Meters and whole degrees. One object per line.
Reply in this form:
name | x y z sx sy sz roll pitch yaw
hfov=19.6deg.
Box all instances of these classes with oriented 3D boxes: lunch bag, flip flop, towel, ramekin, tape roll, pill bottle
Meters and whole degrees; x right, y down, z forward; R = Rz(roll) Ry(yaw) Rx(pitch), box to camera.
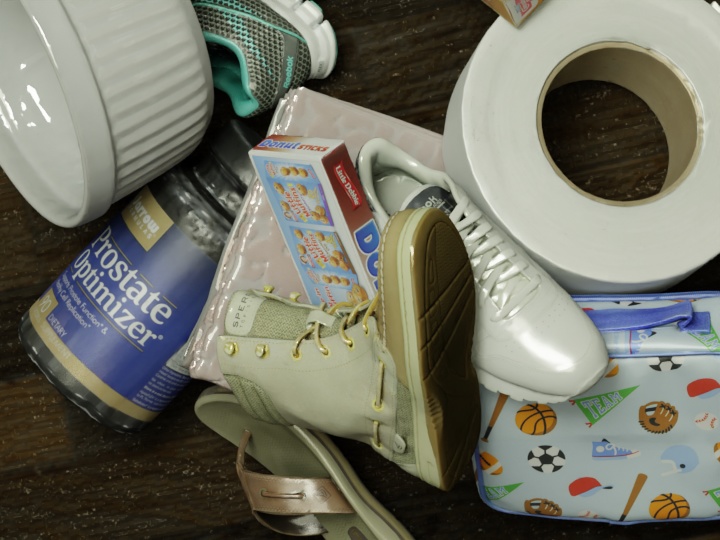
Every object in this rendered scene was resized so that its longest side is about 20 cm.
lunch bag | 0.163 0.081 1.301 0.200 0.076 0.160 -3 128 9
flip flop | -0.037 0.153 1.369 0.200 0.081 0.058 48 61 2
towel | 0.000 0.000 1.338 0.191 0.032 0.200 19 96 -29
ramekin | -0.177 -0.137 1.307 0.105 0.200 0.200 -27 85 -24
tape roll | 0.155 -0.083 1.304 0.202 0.071 0.203 2 77 -7
pill bottle | -0.120 0.001 1.370 0.112 0.112 0.200 44 98 7

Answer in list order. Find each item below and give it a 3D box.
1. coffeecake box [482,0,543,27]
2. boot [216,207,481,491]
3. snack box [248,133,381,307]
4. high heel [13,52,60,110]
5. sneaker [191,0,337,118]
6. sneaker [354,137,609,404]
coffeecake box | 0.104 -0.274 1.276 0.200 0.073 0.153 -46 65 -4
boot | -0.012 0.033 1.216 0.154 0.072 0.200 17 137 24
snack box | -0.005 0.011 1.277 0.024 0.072 0.200 -36 118 -30
high heel | -0.252 -0.180 1.416 0.096 0.067 0.200 -22 86 9
sneaker | -0.115 -0.173 1.368 0.200 0.078 0.091 33 53 11
sneaker | 0.065 0.001 1.238 0.076 0.081 0.200 -41 62 -18
